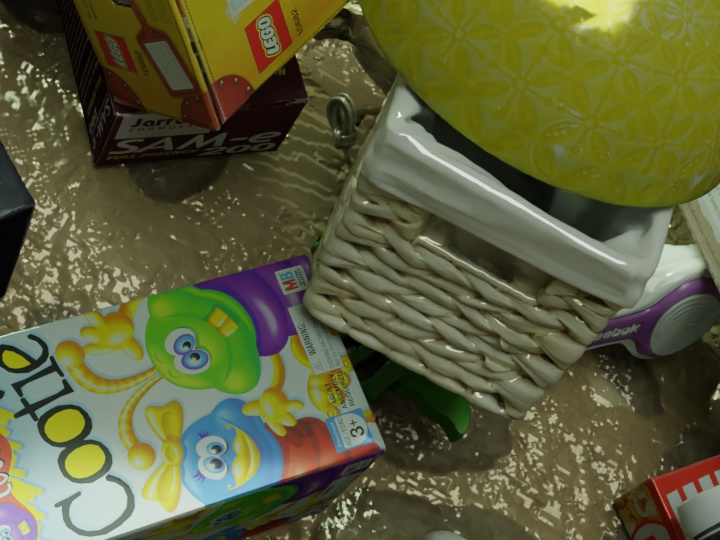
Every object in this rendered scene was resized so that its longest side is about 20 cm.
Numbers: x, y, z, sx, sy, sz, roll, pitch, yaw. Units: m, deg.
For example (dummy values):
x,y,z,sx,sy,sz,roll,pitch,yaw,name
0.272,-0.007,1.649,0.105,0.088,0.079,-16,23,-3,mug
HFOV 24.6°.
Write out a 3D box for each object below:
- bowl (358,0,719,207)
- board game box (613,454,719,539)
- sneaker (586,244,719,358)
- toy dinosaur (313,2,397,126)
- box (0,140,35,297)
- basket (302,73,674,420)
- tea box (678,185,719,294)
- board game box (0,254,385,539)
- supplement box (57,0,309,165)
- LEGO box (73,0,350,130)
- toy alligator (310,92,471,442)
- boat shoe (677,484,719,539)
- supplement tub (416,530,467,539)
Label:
x,y,z,sx,sy,sz,roll,pitch,yaw,name
0.106,-0.137,0.718,0.199,0.108,0.201,17,42,-16,bowl
0.243,0.187,0.874,0.151,0.046,0.201,-15,72,-26,board game box
0.126,0.000,0.901,0.199,0.075,0.100,-5,49,-32,sneaker
0.069,-0.100,0.905,0.199,0.058,0.102,5,106,-8,toy dinosaur
-0.283,-0.049,0.752,0.199,0.104,0.183,-25,76,-29,box
0.065,-0.047,0.781,0.135,0.124,0.200,28,40,-5,basket
0.290,-0.027,0.884,0.196,0.134,0.201,18,38,-30,tea box
-0.108,0.080,0.758,0.199,0.103,0.105,-16,73,-26,board game box
-0.108,-0.161,0.894,0.108,0.061,0.201,-6,68,-23,supplement box
-0.075,-0.193,0.771,0.077,0.201,0.149,18,51,35,LEGO box
0.000,0.000,0.861,0.054,0.059,0.201,-13,72,-25,toy alligator
0.254,0.135,0.839,0.199,0.072,0.068,3,63,-28,boat shoe
0.070,0.229,0.734,0.200,0.145,0.145,38,59,-1,supplement tub
